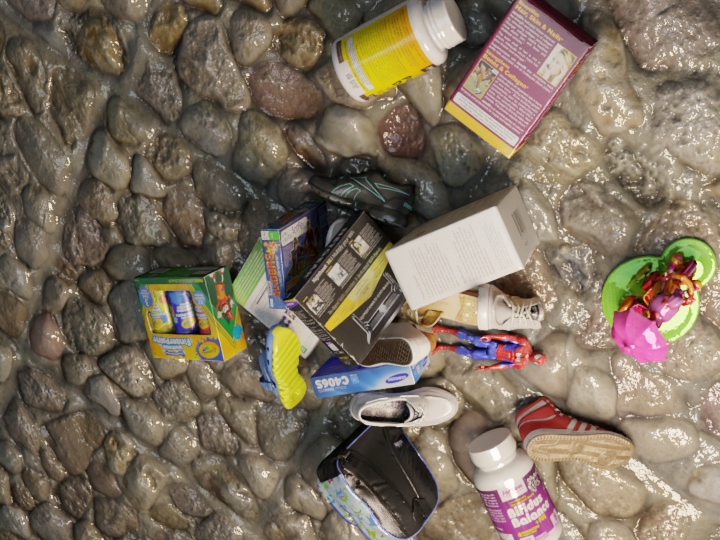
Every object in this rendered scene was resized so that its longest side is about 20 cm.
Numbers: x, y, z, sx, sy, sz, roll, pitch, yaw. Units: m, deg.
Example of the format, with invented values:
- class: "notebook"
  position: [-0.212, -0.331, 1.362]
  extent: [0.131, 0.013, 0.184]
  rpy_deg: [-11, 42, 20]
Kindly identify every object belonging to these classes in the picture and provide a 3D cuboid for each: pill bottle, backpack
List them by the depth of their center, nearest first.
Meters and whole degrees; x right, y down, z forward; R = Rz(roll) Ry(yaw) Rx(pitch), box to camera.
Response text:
- class: "pill bottle"
  position: [0.061, -0.350, 1.297]
  extent: [0.198, 0.109, 0.110]
  rpy_deg: [-21, 99, 27]
- class: "pill bottle"
  position: [0.264, 0.383, 1.456]
  extent: [0.111, 0.112, 0.202]
  rpy_deg: [-23, 98, 27]
- class: "backpack"
  position: [0.034, 0.388, 1.521]
  extent: [0.201, 0.183, 0.147]
  rpy_deg: [51, 141, 1]

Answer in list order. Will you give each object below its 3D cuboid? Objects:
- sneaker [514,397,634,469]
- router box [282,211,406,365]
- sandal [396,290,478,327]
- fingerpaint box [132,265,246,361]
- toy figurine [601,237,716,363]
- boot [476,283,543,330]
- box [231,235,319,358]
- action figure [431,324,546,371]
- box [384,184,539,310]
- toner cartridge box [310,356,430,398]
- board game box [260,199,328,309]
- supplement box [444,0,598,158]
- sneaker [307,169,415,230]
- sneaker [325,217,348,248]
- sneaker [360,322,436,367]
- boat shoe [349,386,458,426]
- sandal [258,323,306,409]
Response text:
- class: "sneaker"
  position: [0.358, 0.274, 1.415]
  extent: [0.197, 0.113, 0.072]
  rpy_deg: [9, 111, -13]
- class: "router box"
  position: [-0.009, 0.030, 1.375]
  extent: [0.157, 0.201, 0.052]
  rpy_deg: [46, 155, -16]
- class: "sandal"
  position: [0.116, 0.063, 1.434]
  extent: [0.209, 0.070, 0.079]
  rpy_deg: [7, 110, 21]
- class: "fingerpaint box"
  position: [-0.330, 0.082, 1.606]
  extent: [0.198, 0.073, 0.169]
  rpy_deg: [0, 108, 34]
- class: "toy figurine"
  position: [0.441, 0.058, 1.233]
  extent: [0.150, 0.184, 0.200]
  rpy_deg: [42, 117, 4]
- class: "boot"
  position: [0.240, 0.059, 1.316]
  extent: [0.094, 0.200, 0.075]
  rpy_deg: [3, 91, 18]
- class: "box"
  position: [-0.138, 0.047, 1.556]
  extent: [0.199, 0.036, 0.145]
  rpy_deg: [39, 118, 5]
- class: "action figure"
  position: [0.219, 0.136, 1.431]
  extent: [0.197, 0.052, 0.066]
  rpy_deg: [7, 106, 18]
- class: "box"
  position: [0.165, -0.037, 1.334]
  extent: [0.198, 0.152, 0.107]
  rpy_deg: [-22, 98, 28]
- class: "toner cartridge box"
  position: [0.017, 0.179, 1.501]
  extent: [0.198, 0.095, 0.044]
  rpy_deg: [-12, 104, 26]
- class: "board game box"
  position: [-0.105, -0.032, 1.421]
  extent: [0.034, 0.200, 0.137]
  rpy_deg: [2, 108, 20]
- class: "supplement box"
  position: [0.238, -0.292, 1.246]
  extent: [0.131, 0.103, 0.201]
  rpy_deg: [39, 118, 6]
- class: "sneaker"
  position: [0.004, -0.134, 1.427]
  extent: [0.198, 0.075, 0.080]
  rpy_deg: [21, 87, 20]
- class: "sneaker"
  position: [0.000, 0.000, 1.456]
  extent: [0.081, 0.075, 0.202]
  rpy_deg: [4, 121, 38]
- class: "sneaker"
  position: [0.049, 0.125, 1.445]
  extent: [0.199, 0.084, 0.074]
  rpy_deg: [8, 110, 47]
- class: "boat shoe"
  position: [0.082, 0.243, 1.465]
  extent: [0.197, 0.069, 0.073]
  rpy_deg: [8, 98, -14]
- class: "sandal"
  position: [-0.158, 0.175, 1.562]
  extent: [0.086, 0.079, 0.202]
  rpy_deg: [26, 138, 26]
